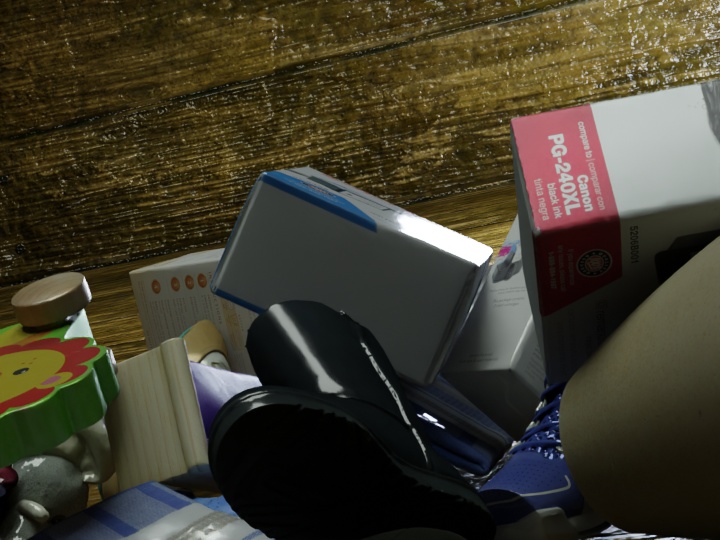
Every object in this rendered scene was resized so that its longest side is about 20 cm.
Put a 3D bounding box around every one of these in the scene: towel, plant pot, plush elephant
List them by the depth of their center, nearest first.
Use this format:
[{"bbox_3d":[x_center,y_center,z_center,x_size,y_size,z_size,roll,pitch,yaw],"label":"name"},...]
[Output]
[{"bbox_3d":[0.204,0.062,1.135,0.200,0.188,0.187,-27,-4,40],"label":"plant pot"},{"bbox_3d":[-0.094,0.164,1.156,0.200,0.024,0.147,19,31,41],"label":"towel"},{"bbox_3d":[0.028,0.083,1.436,0.146,0.024,0.200,28,6,6],"label":"towel"},{"bbox_3d":[-0.244,0.150,1.436,0.154,0.165,0.200,18,38,-6],"label":"plush elephant"}]

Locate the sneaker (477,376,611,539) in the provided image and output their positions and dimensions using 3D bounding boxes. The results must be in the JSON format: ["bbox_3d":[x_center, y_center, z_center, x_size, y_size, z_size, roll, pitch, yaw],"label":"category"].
[{"bbox_3d":[0.125,0.082,1.291,0.080,0.116,0.199,-9,8,43],"label":"sneaker"}]

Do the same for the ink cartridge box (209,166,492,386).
[{"bbox_3d":[0.000,0.000,1.421,0.146,0.086,0.200,24,7,4],"label":"ink cartridge box"}]

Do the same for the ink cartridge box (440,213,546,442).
[{"bbox_3d":[0.145,0.013,1.405,0.068,0.115,0.200,-7,48,51],"label":"ink cartridge box"}]

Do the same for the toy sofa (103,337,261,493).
[{"bbox_3d":[-0.070,0.097,1.408,0.097,0.083,0.200,-21,-18,22],"label":"toy sofa"}]

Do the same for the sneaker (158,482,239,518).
[{"bbox_3d":[-0.071,0.148,1.313,0.111,0.077,0.200,6,25,44],"label":"sneaker"}]

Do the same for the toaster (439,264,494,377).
[{"bbox_3d":[0.113,0.053,1.612,0.129,0.114,0.200,-17,8,9],"label":"toaster"}]

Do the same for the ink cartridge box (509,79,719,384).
[{"bbox_3d":[0.188,-0.026,1.213,0.199,0.084,0.145,-10,-37,1],"label":"ink cartridge box"}]

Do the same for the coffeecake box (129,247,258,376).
[{"bbox_3d":[-0.080,0.058,1.779,0.073,0.154,0.200,-19,8,-42],"label":"coffeecake box"}]

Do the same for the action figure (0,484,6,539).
[{"bbox_3d":[-0.244,0.190,1.240,0.200,0.105,0.194,-36,6,15],"label":"action figure"}]

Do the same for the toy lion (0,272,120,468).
[{"bbox_3d":[-0.229,0.073,1.265,0.199,0.069,0.192,-13,17,12],"label":"toy lion"}]

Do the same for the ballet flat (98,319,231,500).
[{"bbox_3d":[-0.127,0.111,1.674,0.063,0.069,0.200,0,39,25],"label":"ballet flat"}]

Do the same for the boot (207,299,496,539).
[{"bbox_3d":[-0.030,0.076,1.209,0.200,0.077,0.168,28,17,-40],"label":"boot"}]

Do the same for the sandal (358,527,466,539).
[{"bbox_3d":[0.043,0.165,1.046,0.080,0.058,0.201,-12,18,-43],"label":"sandal"}]
